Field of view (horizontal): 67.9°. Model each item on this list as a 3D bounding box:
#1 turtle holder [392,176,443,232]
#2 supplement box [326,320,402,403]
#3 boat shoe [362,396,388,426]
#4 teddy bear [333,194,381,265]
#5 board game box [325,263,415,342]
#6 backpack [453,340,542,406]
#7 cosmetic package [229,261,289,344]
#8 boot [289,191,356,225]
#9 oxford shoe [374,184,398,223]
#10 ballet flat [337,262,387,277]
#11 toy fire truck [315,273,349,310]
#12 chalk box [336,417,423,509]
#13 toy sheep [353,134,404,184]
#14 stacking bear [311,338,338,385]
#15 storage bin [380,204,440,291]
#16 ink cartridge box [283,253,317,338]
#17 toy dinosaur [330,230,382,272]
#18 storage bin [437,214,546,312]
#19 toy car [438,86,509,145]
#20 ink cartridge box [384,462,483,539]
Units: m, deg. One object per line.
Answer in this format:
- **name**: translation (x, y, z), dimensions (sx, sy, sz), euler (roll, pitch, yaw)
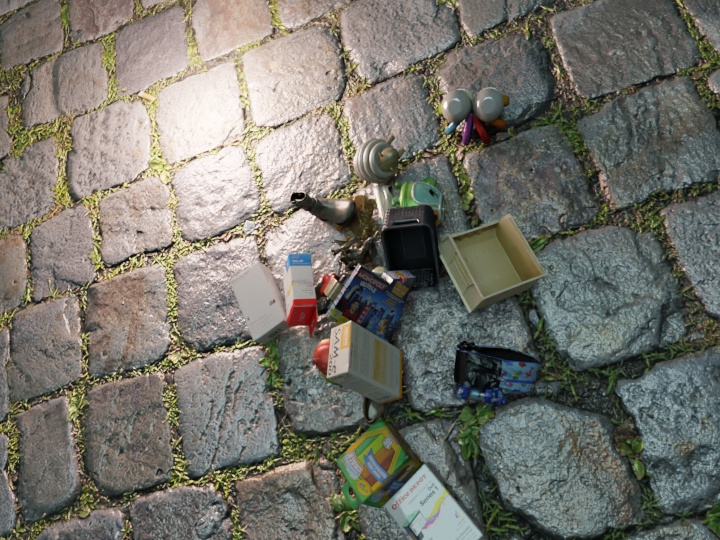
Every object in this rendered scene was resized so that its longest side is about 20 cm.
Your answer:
- **turtle holder**: translation (0.165, -0.175, 1.476), dimensions (0.127, 0.186, 0.146), euler (0, 106, 15)
- **supplement box**: translation (0.014, 0.224, 1.285), dimensions (0.072, 0.198, 0.129), euler (-23, 47, 36)
- **boat shoe**: translation (0.049, 0.302, 1.388), dimensions (0.073, 0.072, 0.206), euler (4, 75, 16)
- **teddy bear**: translation (-0.004, -0.112, 1.538), dimensions (0.141, 0.066, 0.206), euler (-16, 76, 20)
- **board game box**: translation (0.037, 0.068, 1.339), dimensions (0.203, 0.198, 0.062), euler (-56, 29, 4)
- **backpack**: translation (0.326, 0.249, 1.278), dimensions (0.193, 0.183, 0.139), euler (7, 84, 5)
- **cosmetic package**: translation (-0.285, 0.093, 1.540), dimensions (0.111, 0.081, 0.203), euler (-33, 69, 6)
- **boot**: translation (-0.113, -0.182, 1.506), dimensions (0.197, 0.129, 0.070), euler (5, 77, 51)
- **oxford shoe**: translation (0.084, -0.159, 1.516), dimensions (0.056, 0.075, 0.206), euler (-14, 67, 8)
- **ballet flat**: translation (0.000, 0.000, 1.440), dimensions (0.197, 0.065, 0.059), euler (-1, 91, 51)
- **toy fire truck**: translation (-0.049, 0.077, 1.456), dimensions (0.130, 0.174, 0.200), euler (-54, 29, 4)
- **chalk box**: translation (0.032, 0.484, 1.300), dimensions (0.200, 0.124, 0.125), euler (-44, 54, -1)
- **toy sheep**: translation (0.045, -0.316, 1.542), dimensions (0.198, 0.135, 0.142), euler (-1, 67, 61)
- **stacking bear**: translation (-0.063, 0.231, 1.372), dimensions (0.118, 0.200, 0.117), euler (-11, 71, 11)
- **storage bin**: translation (0.134, -0.056, 1.394), dimensions (0.131, 0.204, 0.095), euler (-4, 35, 14)
- **ink cartridge box**: translation (-0.166, 0.071, 1.470), dimensions (0.065, 0.117, 0.205), euler (0, 58, -17)
- **toy dinosaur**: translation (-0.016, -0.053, 1.455), dimensions (0.100, 0.199, 0.079), euler (-24, 104, -22)
- **storage bin**: translation (0.325, -0.025, 1.353), dimensions (0.195, 0.094, 0.203), euler (-17, 68, -21)
- **toy car**: translation (0.316, -0.430, 1.501), dimensions (0.194, 0.175, 0.155), euler (2, 111, 16)
- **ink cartridge box**: translation (0.172, 0.583, 1.264), dimensions (0.145, 0.084, 0.200), euler (-43, 67, 0)
